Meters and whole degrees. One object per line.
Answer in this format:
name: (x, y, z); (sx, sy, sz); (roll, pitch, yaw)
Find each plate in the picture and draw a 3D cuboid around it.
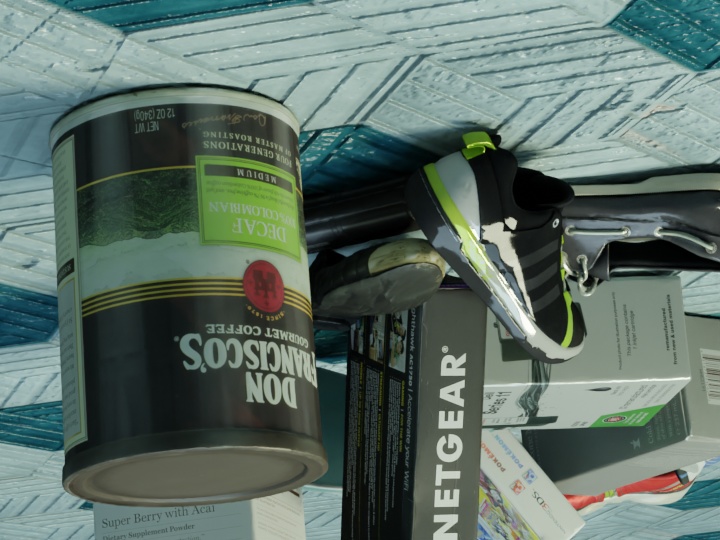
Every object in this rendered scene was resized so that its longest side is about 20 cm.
plate: (-0.041, 0.125, 1.642); (0.198, 0.026, 0.201); (12, -158, -5)

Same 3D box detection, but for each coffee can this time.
coffee can: (-0.098, 0.018, 1.196); (0.145, 0.202, 0.147); (-5, 163, -2)

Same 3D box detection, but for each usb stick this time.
usb stick: (-0.044, -0.025, 1.360); (0.198, 0.033, 0.055); (-12, 170, 22)

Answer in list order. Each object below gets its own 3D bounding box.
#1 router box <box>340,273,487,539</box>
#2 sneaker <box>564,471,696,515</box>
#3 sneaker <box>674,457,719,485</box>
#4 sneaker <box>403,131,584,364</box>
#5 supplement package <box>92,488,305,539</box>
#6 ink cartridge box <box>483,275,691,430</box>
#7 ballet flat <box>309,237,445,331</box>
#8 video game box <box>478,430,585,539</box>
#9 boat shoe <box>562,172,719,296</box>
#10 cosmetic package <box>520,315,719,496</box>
router box: (0.034, 0.102, 1.436); (0.051, 0.202, 0.149); (0, -174, -19)
sneaker: (0.239, 0.187, 2.086); (0.198, 0.078, 0.085); (-8, 153, -15)
sneaker: (0.301, 0.129, 1.921); (0.077, 0.076, 0.200); (-29, 161, 1)
sneaker: (0.105, -0.014, 1.314); (0.083, 0.072, 0.200); (-36, 138, 10)
supplement package: (-0.116, 0.116, 1.504); (0.120, 0.202, 0.120); (-10, 163, 15)
ink cartridge box: (0.132, 0.065, 1.612); (0.198, 0.084, 0.147); (-1, 162, -8)
ballet flat: (0.000, 0.000, 1.365); (0.066, 0.057, 0.200); (9, 169, -20)
video game box: (0.097, 0.175, 1.812); (0.047, 0.183, 0.200); (-35, 171, -17)
boat shoe: (0.149, -0.018, 1.383); (0.198, 0.063, 0.073); (-7, 166, 11)
cosmetic package: (0.221, 0.113, 1.759); (0.090, 0.108, 0.199); (7, 157, -38)
